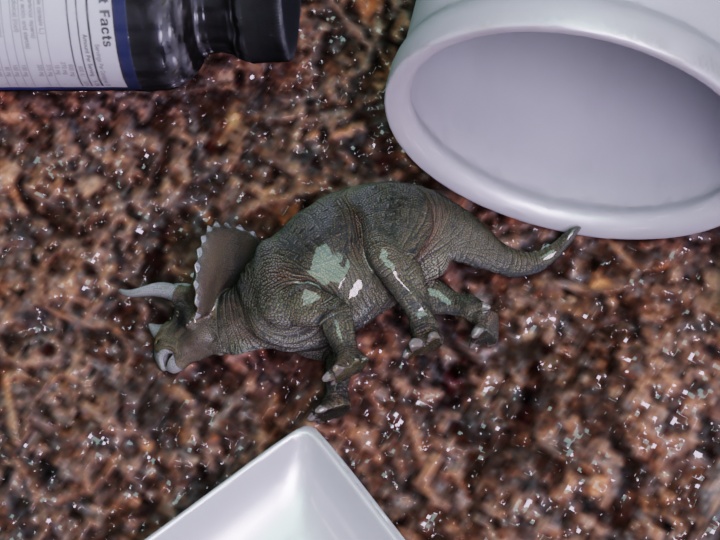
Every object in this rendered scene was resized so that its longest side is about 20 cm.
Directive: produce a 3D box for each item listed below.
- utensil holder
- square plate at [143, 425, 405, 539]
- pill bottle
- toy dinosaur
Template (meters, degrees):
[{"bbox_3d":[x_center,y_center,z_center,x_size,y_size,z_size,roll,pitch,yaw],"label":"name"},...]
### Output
[{"bbox_3d":[0.114,-0.141,1.320,0.169,0.170,0.201,9,61,10],"label":"utensil holder"},{"bbox_3d":[-0.043,0.193,1.236,0.200,0.028,0.198,-35,65,-12],"label":"square plate"},{"bbox_3d":[-0.130,-0.138,1.370,0.199,0.112,0.112,0,63,5],"label":"pill bottle"},{"bbox_3d":[0.000,0.000,1.306,0.200,0.077,0.102,-26,70,-4],"label":"toy dinosaur"}]
